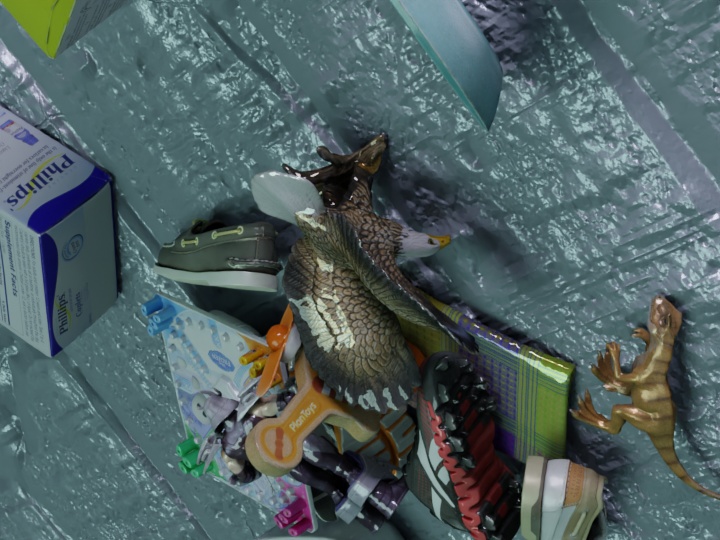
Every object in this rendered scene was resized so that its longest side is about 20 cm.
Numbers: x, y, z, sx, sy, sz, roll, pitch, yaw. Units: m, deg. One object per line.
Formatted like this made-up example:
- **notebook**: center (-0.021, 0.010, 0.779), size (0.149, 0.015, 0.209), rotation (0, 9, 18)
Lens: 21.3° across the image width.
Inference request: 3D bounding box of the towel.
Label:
- **towel**: center (0.094, 0.088, 1.623), size (0.200, 0.023, 0.144), rotation (26, 141, 28)

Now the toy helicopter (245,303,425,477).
- **toy helicopter**: center (-0.041, 0.098, 1.584), size (0.132, 0.200, 0.079), rotation (46, 130, -2)

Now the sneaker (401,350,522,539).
- **sneaker**: center (0.073, 0.149, 1.624), size (0.098, 0.071, 0.201), rotation (11, 134, 38)

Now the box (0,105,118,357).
- **box**: center (-0.348, -0.048, 1.903), size (0.200, 0.105, 0.184), rotation (32, 144, 23)

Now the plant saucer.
- **plant saucer**: center (0.043, -0.186, 1.313), size (0.200, 0.036, 0.200), rotation (54, -175, -6)

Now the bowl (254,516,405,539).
- **bowl**: center (0.002, 0.324, 1.921), size (0.200, 0.075, 0.200), rotation (-13, 115, 52)

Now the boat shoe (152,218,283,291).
- **boat shoe**: center (-0.129, -0.016, 1.732), size (0.202, 0.072, 0.061), rotation (5, 88, 61)

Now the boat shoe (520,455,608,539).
- **boat shoe**: center (0.175, 0.222, 1.619), size (0.068, 0.075, 0.200), rotation (5, 152, 10)

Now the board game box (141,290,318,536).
- **board game box**: center (-0.126, 0.135, 1.795), size (0.200, 0.026, 0.201), rotation (22, 130, 46)

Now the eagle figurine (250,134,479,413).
- **eagle figurine**: center (0.007, -0.001, 1.517), size (0.150, 0.201, 0.152), rotation (-14, 159, 13)

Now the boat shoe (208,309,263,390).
- **boat shoe**: center (-0.126, 0.123, 1.869), size (0.068, 0.072, 0.200), rotation (40, 152, 39)

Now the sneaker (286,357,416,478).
- **sneaker**: center (-0.007, 0.122, 1.737), size (0.200, 0.078, 0.077), rotation (61, 175, -27)

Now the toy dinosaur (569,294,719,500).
- **toy dinosaur**: center (0.222, 0.111, 1.468), size (0.106, 0.060, 0.200), rotation (14, 135, 38)

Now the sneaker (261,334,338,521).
- **sneaker**: center (-0.047, 0.144, 1.813), size (0.083, 0.080, 0.201), rotation (23, 137, 60)

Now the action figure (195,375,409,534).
- **action figure**: center (-0.057, 0.158, 1.673), size (0.200, 0.069, 0.130), rotation (31, 131, -9)

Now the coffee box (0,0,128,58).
- **coffee box**: center (-0.200, -0.305, 1.348), size (0.200, 0.198, 0.200), rotation (49, 162, -3)
